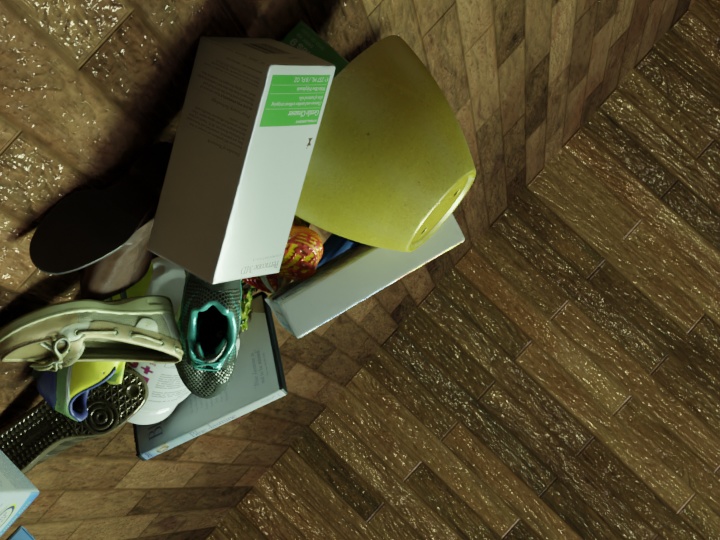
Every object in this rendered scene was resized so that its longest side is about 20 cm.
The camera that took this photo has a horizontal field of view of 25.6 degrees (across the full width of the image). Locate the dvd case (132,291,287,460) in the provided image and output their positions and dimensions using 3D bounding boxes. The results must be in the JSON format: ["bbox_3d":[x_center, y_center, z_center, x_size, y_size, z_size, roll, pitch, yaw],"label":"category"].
[{"bbox_3d":[-0.184,0.123,1.855,0.199,0.144,0.018,-26,142,15],"label":"dvd case"}]

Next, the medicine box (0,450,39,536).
[{"bbox_3d":[-0.430,0.246,1.523,0.182,0.103,0.200,-47,171,-1],"label":"medicine box"}]

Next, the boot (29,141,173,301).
[{"bbox_3d":[-0.244,-0.013,1.462,0.186,0.064,0.200,-39,172,-34],"label":"boot"}]

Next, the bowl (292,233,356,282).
[{"bbox_3d":[-0.025,-0.022,1.839,0.201,0.039,0.201,-51,-178,3],"label":"bowl"}]

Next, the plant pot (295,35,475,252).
[{"bbox_3d":[0.026,-0.102,1.518,0.200,0.142,0.200,-47,169,-12],"label":"plant pot"}]

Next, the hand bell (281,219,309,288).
[{"bbox_3d":[-0.063,-0.066,1.761,0.104,0.104,0.201,-32,148,-57],"label":"hand bell"}]

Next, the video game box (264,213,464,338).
[{"bbox_3d":[0.000,0.000,1.654,0.199,0.047,0.182,-30,-173,-5],"label":"video game box"}]

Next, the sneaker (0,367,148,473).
[{"bbox_3d":[-0.322,0.159,1.715,0.199,0.071,0.076,-26,-176,-3],"label":"sneaker"}]

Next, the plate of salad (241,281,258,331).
[{"bbox_3d":[-0.126,-0.012,1.804,0.200,0.048,0.202,-161,-90,-85],"label":"plate of salad"}]

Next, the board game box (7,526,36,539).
[{"bbox_3d":[-0.432,0.464,2.094,0.151,0.200,0.037,-45,171,-11],"label":"board game box"}]

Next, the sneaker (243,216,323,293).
[{"bbox_3d":[-0.083,-0.030,1.626,0.078,0.073,0.200,-67,-164,-13],"label":"sneaker"}]

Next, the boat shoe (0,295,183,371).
[{"bbox_3d":[-0.259,0.069,1.515,0.200,0.064,0.073,-5,159,-44],"label":"boat shoe"}]

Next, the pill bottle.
[{"bbox_3d":[-0.222,0.082,1.755,0.113,0.113,0.200,-40,167,-38],"label":"pill bottle"}]

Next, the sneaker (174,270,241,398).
[{"bbox_3d":[-0.156,0.067,1.587,0.092,0.077,0.201,-92,-173,-47],"label":"sneaker"}]

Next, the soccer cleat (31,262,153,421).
[{"bbox_3d":[-0.259,0.069,1.625,0.201,0.084,0.065,-52,169,22],"label":"soccer cleat"}]

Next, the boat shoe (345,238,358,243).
[{"bbox_3d":[0.046,-0.106,1.726,0.201,0.073,0.075,-59,-177,-27],"label":"boat shoe"}]

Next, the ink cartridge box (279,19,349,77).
[{"bbox_3d":[-0.092,-0.129,1.564,0.200,0.087,0.145,-48,170,-6],"label":"ink cartridge box"}]

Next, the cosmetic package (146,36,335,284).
[{"bbox_3d":[-0.106,-0.099,1.400,0.107,0.084,0.202,-13,122,-56],"label":"cosmetic package"}]
